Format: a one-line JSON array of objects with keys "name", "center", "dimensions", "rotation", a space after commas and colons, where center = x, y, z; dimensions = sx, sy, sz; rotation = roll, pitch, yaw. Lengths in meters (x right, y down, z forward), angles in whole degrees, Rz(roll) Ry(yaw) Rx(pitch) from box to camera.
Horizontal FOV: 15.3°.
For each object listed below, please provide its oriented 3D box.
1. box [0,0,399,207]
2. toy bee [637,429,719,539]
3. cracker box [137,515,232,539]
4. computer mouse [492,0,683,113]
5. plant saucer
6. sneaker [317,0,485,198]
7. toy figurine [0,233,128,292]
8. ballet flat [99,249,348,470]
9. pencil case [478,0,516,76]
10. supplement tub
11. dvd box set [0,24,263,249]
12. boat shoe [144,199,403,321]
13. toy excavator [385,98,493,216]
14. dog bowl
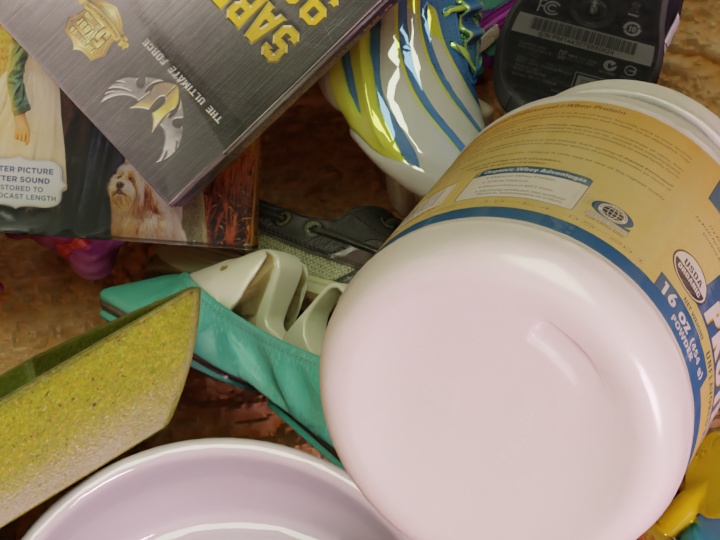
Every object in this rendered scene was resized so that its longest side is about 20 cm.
[{"name": "box", "center": [-0.088, -0.152, 1.140], "dimensions": [0.158, 0.048, 0.200], "rotation": [-43, 87, 5]}, {"name": "toy bee", "center": [0.118, 0.117, 1.118], "dimensions": [0.131, 0.200, 0.109], "rotation": [-41, 69, 8]}, {"name": "cracker box", "center": [-0.137, 0.191, 1.170], "dimensions": [0.199, 0.058, 0.134], "rotation": [-18, 65, -2]}, {"name": "computer mouse", "center": [0.138, -0.122, 1.211], "dimensions": [0.140, 0.046, 0.201], "rotation": [11, 57, 4]}, {"name": "plant saucer", "center": [-0.172, 0.087, 1.140], "dimensions": [0.199, 0.200, 0.048], "rotation": [-31, 94, -29]}, {"name": "sneaker", "center": [0.025, -0.131, 1.180], "dimensions": [0.105, 0.076, 0.201], "rotation": [-40, 65, 33]}, {"name": "toy figurine", "center": [-0.134, -0.068, 1.259], "dimensions": [0.199, 0.150, 0.185], "rotation": [26, 82, 12]}, {"name": "ballet flat", "center": [-0.030, 0.032, 1.170], "dimensions": [0.200, 0.067, 0.071], "rotation": [29, 94, 36]}, {"name": "pencil case", "center": [0.090, -0.155, 1.293], "dimensions": [0.200, 0.085, 0.092], "rotation": [-31, 47, -8]}, {"name": "supplement tub", "center": [0.081, 0.015, 1.061], "dimensions": [0.144, 0.145, 0.200], "rotation": [19, 30, 13]}, {"name": "dvd box set", "center": [-0.111, -0.113, 1.188], "dimensions": [0.146, 0.029, 0.201], "rotation": [5, 92, 1]}, {"name": "boat shoe", "center": [0.000, 0.000, 1.237], "dimensions": [0.199, 0.073, 0.065], "rotation": [13, 72, 11]}, {"name": "toy excavator", "center": [0.129, -0.014, 1.208], "dimensions": [0.199, 0.100, 0.195], "rotation": [-18, 65, -8]}, {"name": "dog bowl", "center": [-0.056, 0.175, 1.097], "dimensions": [0.199, 0.079, 0.201], "rotation": [-1, 65, 2]}]
